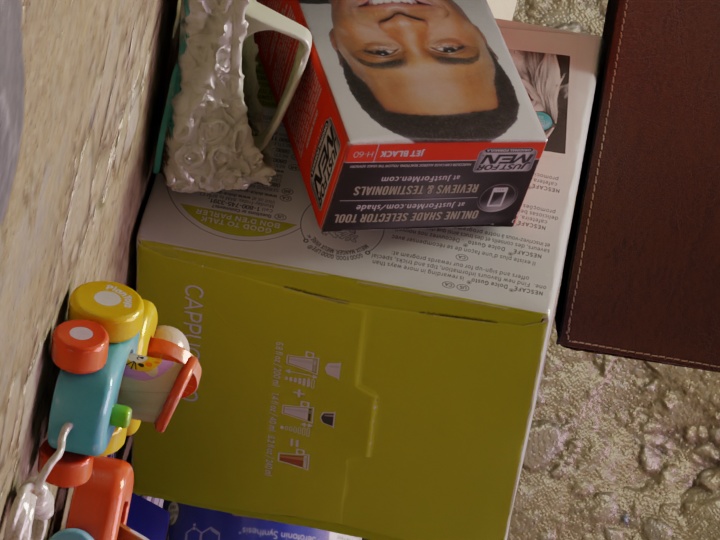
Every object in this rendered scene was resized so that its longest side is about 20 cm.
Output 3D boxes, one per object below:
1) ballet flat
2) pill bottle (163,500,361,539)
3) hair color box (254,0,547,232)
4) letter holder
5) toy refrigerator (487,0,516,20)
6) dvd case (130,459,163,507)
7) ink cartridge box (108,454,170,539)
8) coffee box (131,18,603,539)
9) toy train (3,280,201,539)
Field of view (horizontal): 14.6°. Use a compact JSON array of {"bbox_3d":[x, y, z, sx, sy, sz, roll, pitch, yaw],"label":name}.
[{"bbox_3d":[-0.051,-0.122,1.256,0.072,0.072,0.200,-75,175,-56],"label":"ballet flat"},{"bbox_3d":[-0.064,0.215,1.614,0.120,0.120,0.200,92,3,-77],"label":"pill bottle"},{"bbox_3d":[0.008,-0.110,1.330,0.061,0.101,0.200,110,-30,-44],"label":"hair color box"},{"bbox_3d":[0.185,-0.053,1.430,0.101,0.142,0.200,-65,165,-83],"label":"letter holder"},{"bbox_3d":[0.022,-0.214,1.574,0.076,0.070,0.200,-74,147,-53],"label":"toy refrigerator"},{"bbox_3d":[-0.130,0.191,1.508,0.149,0.016,0.200,-74,175,-53],"label":"dvd case"},{"bbox_3d":[-0.114,0.184,1.348,0.095,0.037,0.200,-84,176,-70],"label":"ink cartridge box"},{"bbox_3d":[0.000,0.000,1.415,0.200,0.200,0.198,97,5,-48],"label":"coffee box"},{"bbox_3d":[-0.101,0.082,1.178,0.200,0.056,0.150,89,12,-81],"label":"toy train"}]
